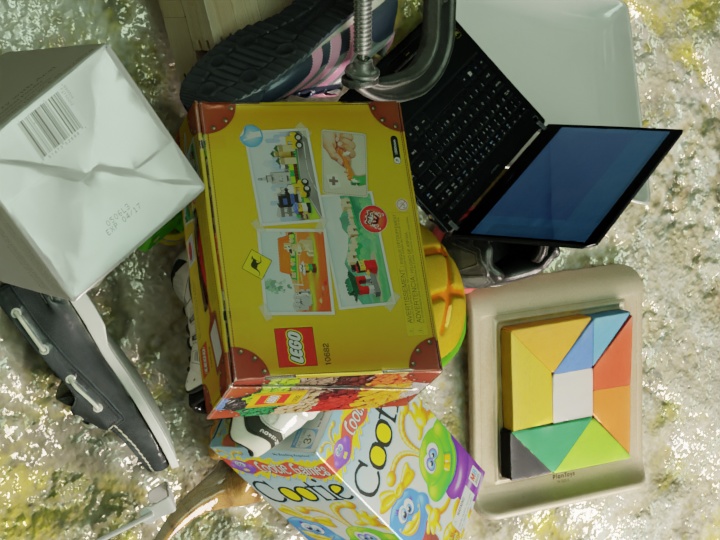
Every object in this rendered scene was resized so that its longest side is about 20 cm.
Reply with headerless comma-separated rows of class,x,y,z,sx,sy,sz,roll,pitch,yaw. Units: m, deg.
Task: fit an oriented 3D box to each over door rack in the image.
over door rack,-0.189,0.269,1.317,0.199,0.067,0.149,-30,108,-15

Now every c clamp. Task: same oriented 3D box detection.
c clamp,0.015,-0.207,1.271,0.170,0.027,0.202,-32,128,-43

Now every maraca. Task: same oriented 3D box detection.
maraca,0.000,0.000,1.406,0.200,0.107,0.137,39,44,-7

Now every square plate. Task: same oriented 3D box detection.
square plate,0.146,-0.157,1.485,0.199,0.028,0.200,12,62,-27

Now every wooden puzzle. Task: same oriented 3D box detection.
wooden puzzle,0.174,0.103,1.552,0.184,0.037,0.202,-7,97,-30

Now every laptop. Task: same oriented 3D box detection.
laptop,0.112,-0.112,1.348,0.200,0.103,0.177,48,45,-4

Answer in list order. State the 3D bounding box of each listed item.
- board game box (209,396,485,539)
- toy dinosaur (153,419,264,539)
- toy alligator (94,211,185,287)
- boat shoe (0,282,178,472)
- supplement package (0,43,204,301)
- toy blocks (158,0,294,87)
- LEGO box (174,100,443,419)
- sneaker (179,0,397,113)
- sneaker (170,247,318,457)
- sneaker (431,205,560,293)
board game box,-0.006,0.144,1.369,0.200,0.102,0.105,49,53,-41
toy dinosaur,-0.097,0.159,1.384,0.199,0.060,0.107,-22,106,-27
toy alligator,-0.149,-0.052,1.329,0.054,0.059,0.200,42,47,13
boat shoe,-0.198,0.076,1.316,0.060,0.076,0.201,-30,115,-5
supplement package,-0.218,-0.070,1.215,0.121,0.200,0.120,-43,113,-20
toy blocks,-0.075,-0.196,1.354,0.199,0.099,0.138,-32,117,-40
LEGO box,-0.038,-0.010,1.217,0.148,0.077,0.202,-2,70,-19
sneaker,-0.044,-0.145,1.300,0.200,0.070,0.082,-36,140,-27
sneaker,-0.102,0.057,1.305,0.088,0.200,0.076,-45,132,-1
sneaker,0.145,-0.044,1.491,0.200,0.098,0.071,-35,108,-25
